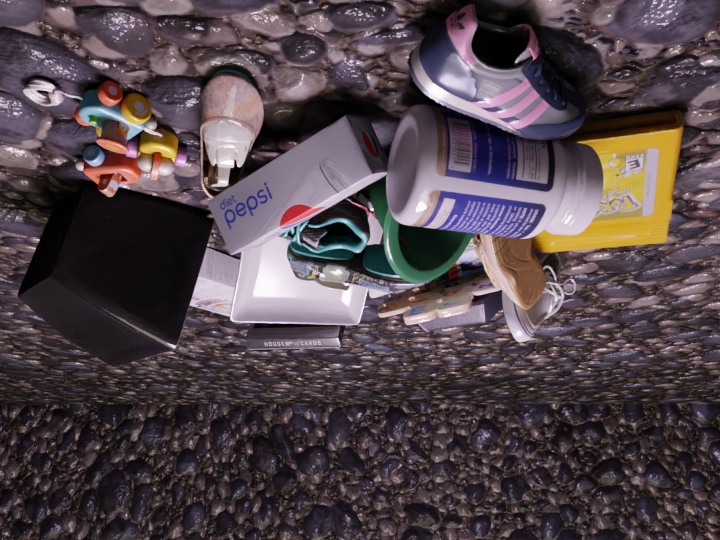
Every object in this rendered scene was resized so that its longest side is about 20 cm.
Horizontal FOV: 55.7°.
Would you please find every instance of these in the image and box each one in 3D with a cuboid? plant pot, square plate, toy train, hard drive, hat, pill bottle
[{"bbox_3d":[-0.350,0.000,0.951,0.176,0.203,0.198,29,148,-35],"label":"plant pot"},{"bbox_3d":[-0.073,-0.017,0.944,0.195,0.029,0.203,3,118,-22],"label":"square plate"},{"bbox_3d":[-0.278,-0.132,0.755,0.147,0.057,0.200,-1,161,5],"label":"toy train"},{"bbox_3d":[0.174,0.033,1.063,0.133,0.043,0.200,-13,-164,33],"label":"hard drive"},{"bbox_3d":[0.030,-0.102,0.839,0.175,0.167,0.200,30,168,40],"label":"hat"},{"bbox_3d":[0.133,-0.093,0.685,0.196,0.118,0.116,6,161,-16],"label":"pill bottle"}]

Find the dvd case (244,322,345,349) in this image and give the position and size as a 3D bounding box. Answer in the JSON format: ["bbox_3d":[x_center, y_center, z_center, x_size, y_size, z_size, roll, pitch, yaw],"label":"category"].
[{"bbox_3d":[-0.089,0.051,1.092,0.147,0.201,0.025,-3,126,11],"label":"dvd case"}]

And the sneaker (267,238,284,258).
[{"bbox_3d":[-0.084,-0.037,1.014,0.110,0.078,0.201,-21,146,-5],"label":"sneaker"}]

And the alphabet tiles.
[{"bbox_3d":[0.126,0.030,1.023,0.192,0.015,0.200,-14,-165,18],"label":"alphabet tiles"}]

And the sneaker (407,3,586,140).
[{"bbox_3d":[0.143,-0.171,0.602,0.197,0.071,0.082,6,154,-30],"label":"sneaker"}]

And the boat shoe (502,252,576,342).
[{"bbox_3d":[0.261,0.026,0.971,0.085,0.075,0.202,-24,-167,30],"label":"boat shoe"}]

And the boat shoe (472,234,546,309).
[{"bbox_3d":[0.174,-0.029,0.851,0.069,0.074,0.201,29,157,43],"label":"boat shoe"}]

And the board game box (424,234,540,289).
[{"bbox_3d":[0.175,-0.039,0.956,0.197,0.037,0.152,-19,159,4],"label":"board game box"}]

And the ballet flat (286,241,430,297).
[{"bbox_3d":[0.000,0.000,0.893,0.196,0.075,0.074,13,163,12],"label":"ballet flat"}]

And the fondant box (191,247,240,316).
[{"bbox_3d":[-0.255,0.023,1.198,0.143,0.059,0.199,-13,155,36],"label":"fondant box"}]

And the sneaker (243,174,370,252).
[{"bbox_3d":[-0.073,-0.065,0.841,0.196,0.092,0.079,2,126,-19],"label":"sneaker"}]

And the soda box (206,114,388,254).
[{"bbox_3d":[-0.068,-0.091,0.742,0.198,0.069,0.063,-26,180,25],"label":"soda box"}]

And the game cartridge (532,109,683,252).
[{"bbox_3d":[0.275,-0.092,0.799,0.173,0.033,0.201,-5,142,17],"label":"game cartridge"}]

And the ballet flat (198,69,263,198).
[{"bbox_3d":[-0.142,-0.131,0.731,0.067,0.069,0.200,6,160,-11],"label":"ballet flat"}]
